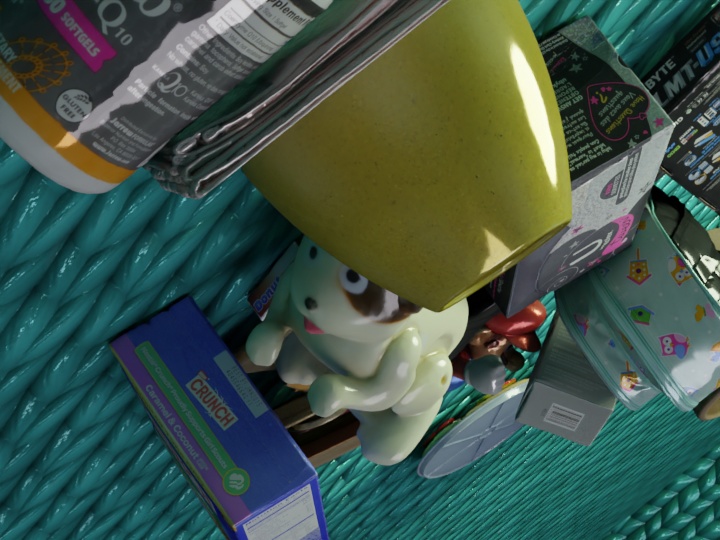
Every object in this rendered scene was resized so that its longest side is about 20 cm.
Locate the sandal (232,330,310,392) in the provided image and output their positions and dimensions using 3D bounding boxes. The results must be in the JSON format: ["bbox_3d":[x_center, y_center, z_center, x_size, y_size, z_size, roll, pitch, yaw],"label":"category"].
[{"bbox_3d":[-0.042,0.075,1.277,0.080,0.054,0.200,-40,159,15],"label":"sandal"}]

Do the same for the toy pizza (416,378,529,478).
[{"bbox_3d":[0.148,0.187,1.852,0.200,0.032,0.200,-31,159,-13],"label":"toy pizza"}]

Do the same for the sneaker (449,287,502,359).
[{"bbox_3d":[0.116,0.003,1.273,0.200,0.076,0.091,-43,174,-33],"label":"sneaker"}]

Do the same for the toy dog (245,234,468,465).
[{"bbox_3d":[0.014,0.025,1.079,0.194,0.140,0.200,-37,154,-7],"label":"toy dog"}]

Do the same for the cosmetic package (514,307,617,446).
[{"bbox_3d":[0.226,0.056,1.467,0.107,0.090,0.201,101,9,-62],"label":"cosmetic package"}]

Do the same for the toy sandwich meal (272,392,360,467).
[{"bbox_3d":[-0.037,0.142,1.350,0.205,0.070,0.205,-26,178,-1],"label":"toy sandwich meal"}]

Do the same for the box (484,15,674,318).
[{"bbox_3d":[0.141,-0.072,1.140,0.132,0.115,0.200,-29,160,-13],"label":"box"}]

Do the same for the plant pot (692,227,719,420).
[{"bbox_3d":[0.429,0.052,1.770,0.200,0.175,0.200,-30,160,-12],"label":"plant pot"}]

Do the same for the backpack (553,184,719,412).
[{"bbox_3d":[0.256,0.030,1.299,0.153,0.176,0.200,-34,-174,7],"label":"backpack"}]

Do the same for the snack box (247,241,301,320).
[{"bbox_3d":[0.000,0.000,1.216,0.200,0.024,0.072,-8,147,-50],"label":"snack box"}]

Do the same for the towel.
[{"bbox_3d":[-0.029,-0.107,0.770,0.191,0.032,0.200,-39,-168,-8],"label":"towel"}]

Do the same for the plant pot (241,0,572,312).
[{"bbox_3d":[0.047,-0.060,0.923,0.200,0.142,0.200,-33,174,-4],"label":"plant pot"}]

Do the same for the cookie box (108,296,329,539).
[{"bbox_3d":[-0.103,0.135,1.154,0.075,0.171,0.200,-33,159,-12],"label":"cookie box"}]

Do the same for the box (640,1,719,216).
[{"bbox_3d":[0.330,-0.151,1.262,0.200,0.050,0.198,-46,143,16],"label":"box"}]

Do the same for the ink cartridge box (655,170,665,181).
[{"bbox_3d":[0.266,-0.117,1.342,0.200,0.039,0.099,-34,160,2],"label":"ink cartridge box"}]

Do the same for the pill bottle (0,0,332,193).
[{"bbox_3d":[-0.079,-0.135,0.662,0.200,0.117,0.116,-39,159,12],"label":"pill bottle"}]

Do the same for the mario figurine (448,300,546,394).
[{"bbox_3d":[0.102,0.096,1.456,0.200,0.124,0.106,-37,138,22],"label":"mario figurine"}]
